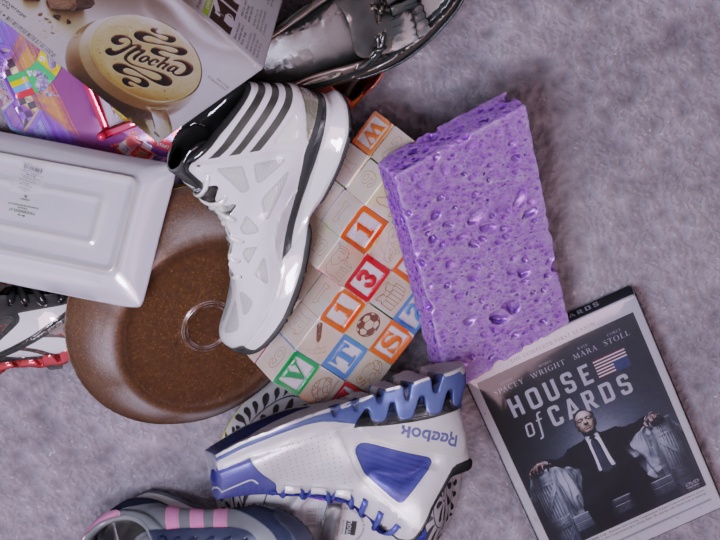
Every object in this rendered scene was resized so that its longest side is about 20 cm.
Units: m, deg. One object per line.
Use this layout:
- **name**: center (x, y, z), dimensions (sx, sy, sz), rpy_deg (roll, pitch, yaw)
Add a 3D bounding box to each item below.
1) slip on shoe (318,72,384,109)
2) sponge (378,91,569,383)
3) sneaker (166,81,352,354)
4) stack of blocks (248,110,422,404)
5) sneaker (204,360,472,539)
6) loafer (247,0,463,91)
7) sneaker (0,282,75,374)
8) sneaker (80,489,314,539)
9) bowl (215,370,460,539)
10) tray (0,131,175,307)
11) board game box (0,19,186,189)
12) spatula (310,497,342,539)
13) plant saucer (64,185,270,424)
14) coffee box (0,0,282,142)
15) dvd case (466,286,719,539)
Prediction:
- **slip on shoe**: center (-0.031, -0.132, 1.333), dimensions (0.074, 0.061, 0.200), rpy_deg (37, 104, -16)
- **sponge**: center (0.085, -0.018, 1.327), dimensions (0.111, 0.030, 0.201), rpy_deg (-28, 128, -16)
- **sneaker**: center (-0.090, -0.042, 1.266), dimensions (0.115, 0.076, 0.202), rpy_deg (11, 110, -25)
- **stack of blocks**: center (0.000, 0.000, 1.342), dimensions (0.115, 0.059, 0.201), rpy_deg (33, 96, -40)
- **sneaker**: center (-0.004, 0.147, 1.302), dimensions (0.198, 0.081, 0.116), rpy_deg (-17, 93, -8)
- **loafer**: center (-0.016, -0.160, 1.264), dimensions (0.199, 0.063, 0.072), rpy_deg (-27, 96, 10)
- **sneaker**: center (-0.256, 0.029, 1.356), dimensions (0.199, 0.071, 0.098), rpy_deg (-18, 131, 3)
- **sneaker**: center (-0.124, 0.214, 1.374), dimensions (0.199, 0.082, 0.071), rpy_deg (0, 102, 38)
- **bowl**: center (-0.015, 0.179, 1.418), dimensions (0.199, 0.094, 0.202), rpy_deg (-1, 107, -4)
- **tray**: center (-0.236, -0.044, 1.310), dimensions (0.198, 0.022, 0.108), rpy_deg (11, 80, 16)
- **board game box**: center (-0.170, -0.143, 1.313), dimensions (0.199, 0.039, 0.159), rpy_deg (24, 105, -1)
- **spatula**: center (-0.024, 0.203, 1.363), dimensions (0.056, 0.021, 0.202), rpy_deg (5, 108, -8)
- **plant saucer**: center (-0.118, 0.034, 1.354), dimensions (0.199, 0.037, 0.202), rpy_deg (-13, 120, -22)
- **coffee box**: center (-0.164, -0.191, 1.196), dimensions (0.113, 0.080, 0.200), rpy_deg (-29, 125, 36)
- **dvd case**: center (0.184, 0.130, 1.451), dimensions (0.149, 0.025, 0.201), rpy_deg (-24, 108, 4)
